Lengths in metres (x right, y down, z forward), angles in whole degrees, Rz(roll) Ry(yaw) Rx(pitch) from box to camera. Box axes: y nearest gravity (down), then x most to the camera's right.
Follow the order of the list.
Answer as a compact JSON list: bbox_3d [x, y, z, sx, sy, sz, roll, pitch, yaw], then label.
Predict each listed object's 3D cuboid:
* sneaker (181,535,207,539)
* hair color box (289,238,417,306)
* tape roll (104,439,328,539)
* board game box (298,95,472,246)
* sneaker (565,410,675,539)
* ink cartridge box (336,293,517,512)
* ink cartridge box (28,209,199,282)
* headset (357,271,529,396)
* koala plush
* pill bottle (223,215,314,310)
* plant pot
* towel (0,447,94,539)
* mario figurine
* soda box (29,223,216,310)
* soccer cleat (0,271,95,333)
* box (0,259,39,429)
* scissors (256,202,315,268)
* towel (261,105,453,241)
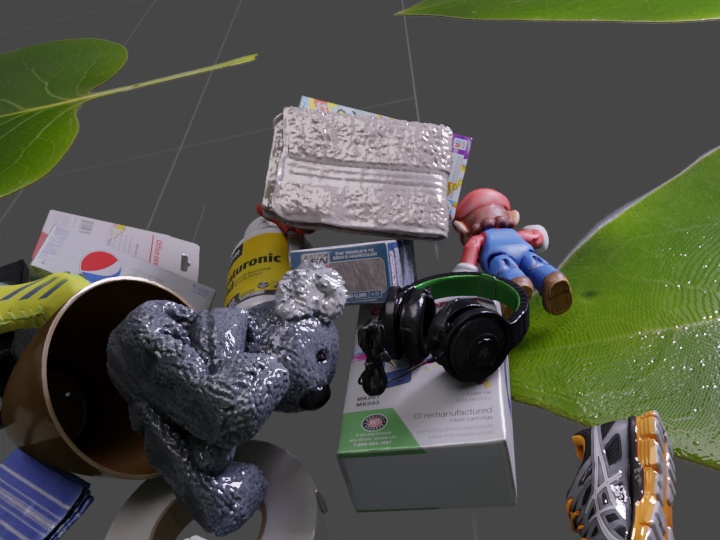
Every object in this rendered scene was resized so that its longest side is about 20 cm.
[{"bbox_3d":[-0.123,0.294,0.515,0.089,0.078,0.201,13,67,14],"label":"sneaker"},{"bbox_3d":[0.000,0.000,0.813,0.099,0.061,0.200,-6,2,12],"label":"hair color box"},{"bbox_3d":[-0.127,0.237,0.654,0.201,0.037,0.203,-11,36,8],"label":"tape roll"},{"bbox_3d":[0.016,-0.113,0.873,0.199,0.105,0.104,14,75,2],"label":"board game box"},{"bbox_3d":[0.193,0.195,0.565,0.077,0.079,0.200,-11,30,30],"label":"sneaker"},{"bbox_3d":[0.066,0.114,0.700,0.144,0.088,0.201,-7,35,13],"label":"ink cartridge box"},{"bbox_3d":[-0.315,-0.002,0.975,0.199,0.068,0.117,12,32,-17],"label":"ink cartridge box"},{"bbox_3d":[0.065,0.041,0.643,0.123,0.095,0.200,13,33,36],"label":"headset"},{"bbox_3d":[-0.096,0.082,0.659,0.183,0.178,0.199,37,44,28],"label":"koala plush"},{"bbox_3d":[-0.100,0.020,0.867,0.110,0.112,0.201,-13,35,4],"label":"pill bottle"},{"bbox_3d":[-0.270,0.125,0.747,0.199,0.187,0.187,-23,26,39],"label":"plant pot"},{"bbox_3d":[-0.371,0.264,0.724,0.144,0.024,0.200,13,45,35],"label":"towel"},{"bbox_3d":[0.161,-0.009,0.849,0.106,0.123,0.200,-51,31,21],"label":"mario figurine"},{"bbox_3d":[-0.275,0.025,0.869,0.199,0.068,0.064,24,52,-10],"label":"soda box"},{"bbox_3d":[-0.361,0.045,0.795,0.199,0.065,0.084,-3,25,26],"label":"soccer cleat"},{"bbox_3d":[-0.463,0.097,0.910,0.147,0.105,0.200,-19,36,-5],"label":"box"},{"bbox_3d":[-0.068,-0.039,0.841,0.073,0.014,0.200,13,18,-24],"label":"scissors"},{"bbox_3d":[-0.001,-0.104,0.798,0.198,0.035,0.134,5,74,0],"label":"towel"}]
